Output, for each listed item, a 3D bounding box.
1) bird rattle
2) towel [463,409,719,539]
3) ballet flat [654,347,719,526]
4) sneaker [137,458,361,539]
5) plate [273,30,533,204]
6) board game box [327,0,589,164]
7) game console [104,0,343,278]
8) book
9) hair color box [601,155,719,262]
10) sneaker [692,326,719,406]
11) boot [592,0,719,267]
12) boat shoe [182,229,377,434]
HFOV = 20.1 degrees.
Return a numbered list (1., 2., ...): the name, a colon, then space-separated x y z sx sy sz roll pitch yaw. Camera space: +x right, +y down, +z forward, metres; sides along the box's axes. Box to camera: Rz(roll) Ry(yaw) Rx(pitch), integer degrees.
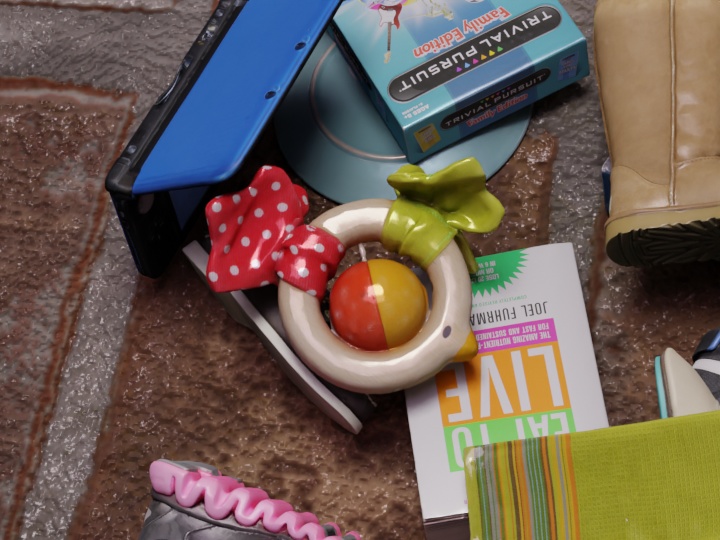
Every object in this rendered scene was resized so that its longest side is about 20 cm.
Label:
1. bird rattle: 0.000 0.000 1.344 0.199 0.113 0.164 -11 74 -14
2. towel: 0.157 0.138 1.249 0.199 0.018 0.087 -11 82 25
3. ballet flat: 0.221 0.147 1.267 0.069 0.069 0.202 -4 85 9
4. sneaker: -0.062 0.197 1.326 0.199 0.079 0.096 21 87 23
5. plate: 0.030 -0.133 1.526 0.199 0.026 0.201 -5 59 8
6. board game box: 0.056 -0.194 1.516 0.150 0.047 0.201 -27 57 -7
7. game console: -0.080 -0.101 1.433 0.118 0.171 0.201 18 59 21
8. book: 0.096 0.081 1.374 0.133 0.048 0.201 -11 54 3
9. hair color box: 0.277 -0.054 1.407 0.199 0.061 0.100 26 67 23
10. sneaker: 0.307 0.079 1.312 0.199 0.073 0.112 14 64 20
11. boot: 0.242 -0.106 1.371 0.174 0.066 0.201 -2 60 11
12. boat shoe: -0.047 0.031 1.412 0.060 0.072 0.201 -39 57 -9
